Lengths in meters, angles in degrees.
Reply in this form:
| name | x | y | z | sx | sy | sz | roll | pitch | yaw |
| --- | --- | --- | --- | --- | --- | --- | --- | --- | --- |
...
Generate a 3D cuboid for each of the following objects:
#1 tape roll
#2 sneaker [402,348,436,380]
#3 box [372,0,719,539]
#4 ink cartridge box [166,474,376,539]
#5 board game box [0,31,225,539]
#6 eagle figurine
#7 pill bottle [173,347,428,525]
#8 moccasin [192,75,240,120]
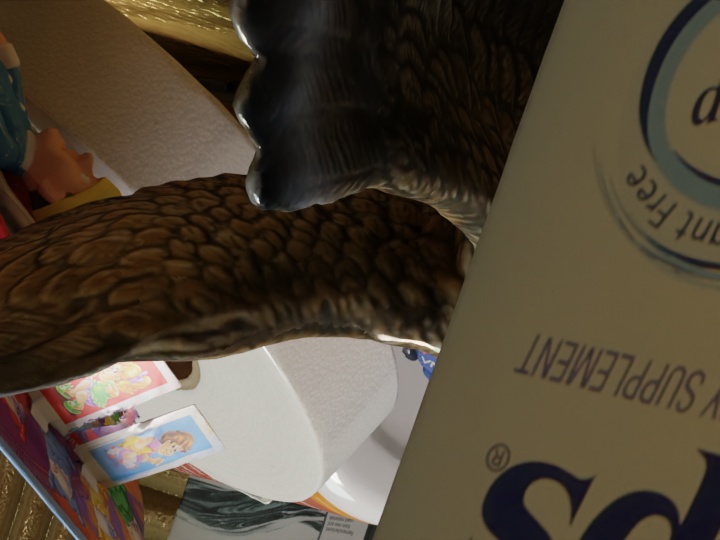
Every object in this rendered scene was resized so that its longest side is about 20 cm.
| name | x | y | z | sx | sy | sz | roll | pitch | yaw |
| --- | --- | --- | --- | --- | --- | --- | --- | --- | --- |
| tape roll | -0.074 | -0.015 | 0.813 | 0.203 | 0.037 | 0.203 | 38 | 161 | 15 |
| sneaker | 0.039 | -0.004 | 0.773 | 0.075 | 0.079 | 0.200 | 14 | 172 | 28 |
| box | 0.109 | 0.035 | 0.405 | 0.184 | 0.200 | 0.105 | 12 | 169 | 42 |
| ink cartridge box | 0.006 | 0.096 | 1.111 | 0.083 | 0.200 | 0.146 | 25 | 170 | -42 |
| board game box | -0.080 | -0.030 | 0.631 | 0.039 | 0.158 | 0.200 | -25 | 136 | 7 |
| eagle figurine | 0.015 | -0.008 | 0.526 | 0.200 | 0.152 | 0.151 | 28 | 175 | -29 |
| pill bottle | -0.030 | 0.024 | 1.023 | 0.112 | 0.112 | 0.200 | 23 | 171 | -34 |
| moccasin | -0.001 | 0.000 | 0.882 | 0.201 | 0.078 | 0.074 | 28 | 172 | -24 |
